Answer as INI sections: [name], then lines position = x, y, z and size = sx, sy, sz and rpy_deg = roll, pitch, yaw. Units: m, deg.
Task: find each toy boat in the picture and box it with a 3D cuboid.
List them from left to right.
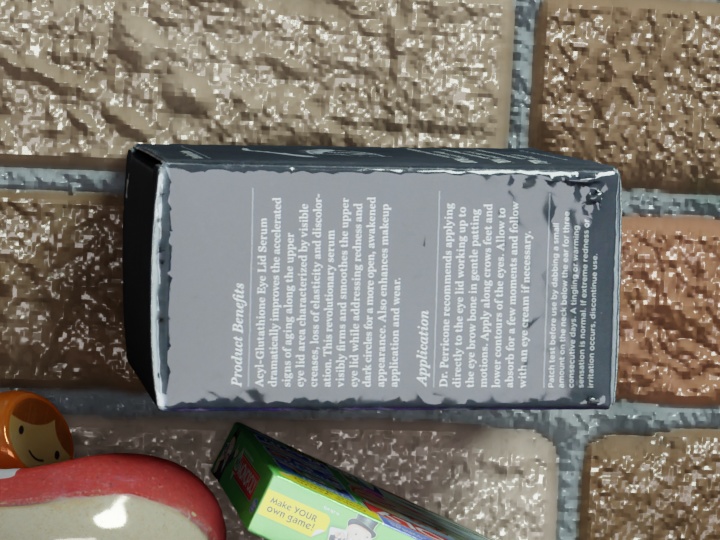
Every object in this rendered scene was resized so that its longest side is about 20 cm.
[toy boat]
position = -0.155, 0.110, 1.118
size = 0.199, 0.131, 0.131
rpy_deg = -3, 140, 13

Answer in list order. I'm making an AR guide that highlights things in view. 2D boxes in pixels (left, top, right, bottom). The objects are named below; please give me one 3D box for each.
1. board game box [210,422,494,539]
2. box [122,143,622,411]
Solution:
[board game box]
position = 0.035, 0.130, 1.140
size = 0.199, 0.135, 0.029
rpy_deg = 25, 90, -12
[box]
position = 0.000, 0.000, 1.117
size = 0.199, 0.148, 0.105
rpy_deg = 0, 96, -9
